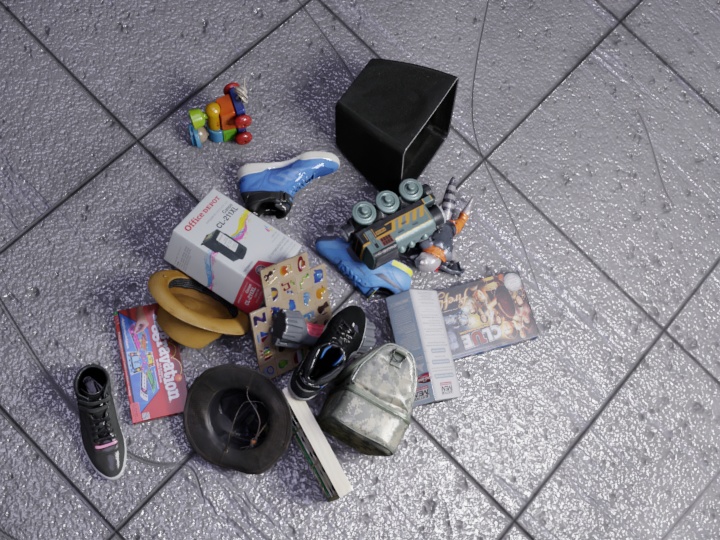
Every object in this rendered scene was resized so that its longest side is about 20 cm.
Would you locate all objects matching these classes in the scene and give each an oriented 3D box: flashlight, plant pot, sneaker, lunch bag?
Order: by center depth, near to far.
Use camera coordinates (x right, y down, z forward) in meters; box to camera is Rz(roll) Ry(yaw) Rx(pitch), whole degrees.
[{"bbox_3d":[-0.035,0.126,1.424,0.073,0.112,0.201,39,60,-4],"label":"sneaker"},{"bbox_3d":[-0.437,0.247,1.431,0.070,0.099,0.203,-13,76,-16],"label":"sneaker"},{"bbox_3d":[0.020,0.215,1.479,0.138,0.200,0.169,30,73,-2],"label":"lunch bag"},{"bbox_3d":[-0.064,0.105,1.520,0.198,0.068,0.068,15,41,-38],"label":"flashlight"},{"bbox_3d":[0.000,0.000,1.614,0.198,0.066,0.079,24,73,-3],"label":"sneaker"},{"bbox_3d":[-0.129,-0.155,1.631,0.197,0.077,0.113,-9,68,-9],"label":"sneaker"},{"bbox_3d":[0.057,-0.284,1.660,0.176,0.200,0.201,30,69,13],"label":"plant pot"}]

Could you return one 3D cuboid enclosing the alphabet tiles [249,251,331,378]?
[{"bbox_3d":[-0.120,0.076,1.507,0.166,0.008,0.203,-23,117,-33],"label":"alphabet tiles"}]

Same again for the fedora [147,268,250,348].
[{"bbox_3d":[-0.290,0.078,1.502,0.199,0.201,0.082,33,108,1],"label":"fedora"}]

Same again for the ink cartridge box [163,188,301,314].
[{"bbox_3d":[-0.229,-0.033,1.544,0.199,0.083,0.146,32,44,1],"label":"ink cartridge box"}]

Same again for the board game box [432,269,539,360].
[{"bbox_3d":[0.230,0.088,1.644,0.197,0.035,0.137,-13,75,-15],"label":"board game box"}]

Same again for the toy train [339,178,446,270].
[{"bbox_3d":[0.062,-0.085,1.577,0.198,0.085,0.115,-27,72,-20],"label":"toy train"}]

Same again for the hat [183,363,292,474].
[{"bbox_3d":[-0.200,0.245,1.477,0.197,0.081,0.204,2,98,14],"label":"hat"}]

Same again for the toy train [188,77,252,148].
[{"bbox_3d":[-0.266,-0.295,1.590,0.114,0.200,0.086,-18,76,-11],"label":"toy train"}]

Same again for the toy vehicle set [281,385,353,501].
[{"bbox_3d":[-0.082,0.296,1.469,0.026,0.124,0.202,-27,78,-18],"label":"toy vehicle set"}]

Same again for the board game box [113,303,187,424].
[{"bbox_3d":[-0.367,0.160,1.515,0.101,0.019,0.203,-11,74,-15],"label":"board game box"}]

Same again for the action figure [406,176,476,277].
[{"bbox_3d":[0.128,-0.083,1.647,0.197,0.105,0.196,19,60,-8],"label":"action figure"}]

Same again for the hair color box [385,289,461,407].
[{"bbox_3d":[0.115,0.140,1.560,0.098,0.060,0.203,5,69,-54],"label":"hair color box"}]
